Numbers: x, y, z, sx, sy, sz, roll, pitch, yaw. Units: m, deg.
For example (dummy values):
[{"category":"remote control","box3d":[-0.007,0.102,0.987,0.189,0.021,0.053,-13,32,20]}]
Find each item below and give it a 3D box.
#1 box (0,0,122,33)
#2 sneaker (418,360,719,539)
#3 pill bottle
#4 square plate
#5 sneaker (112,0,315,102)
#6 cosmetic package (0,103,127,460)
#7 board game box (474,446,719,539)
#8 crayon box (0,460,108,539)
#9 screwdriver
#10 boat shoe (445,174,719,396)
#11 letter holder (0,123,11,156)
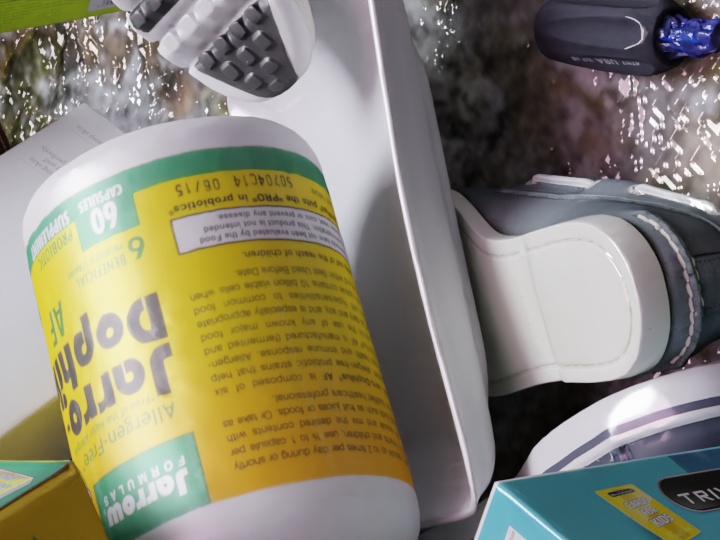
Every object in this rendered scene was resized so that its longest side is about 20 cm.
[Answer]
[{"category":"box","box3d":[-0.151,-0.201,0.998,0.048,0.121,0.201,125,129,-64]},{"category":"sneaker","box3d":[0.083,0.099,0.793,0.200,0.078,0.080,-46,54,52]},{"category":"pill bottle","box3d":[-0.043,0.059,0.806,0.113,0.112,0.201,-36,61,43]},{"category":"square plate","box3d":[0.000,0.000,0.871,0.198,0.028,0.202,145,115,-69]},{"category":"sneaker","box3d":[-0.070,-0.156,0.845,0.075,0.081,0.201,-31,91,40]},{"category":"cosmetic package","box3d":[-0.140,0.033,0.909,0.113,0.200,0.081,36,142,24]},{"category":"board game box","box3d":[0.099,0.125,0.683,0.047,0.199,0.152,38,119,39]},{"category":"crayon box","box3d":[-0.143,0.151,0.794,0.199,0.058,0.174,-5,113,45]},{"category":"screwdriver","box3d":[0.130,-0.078,0.760,0.199,0.028,0.029,5,125,51]},{"category":"boat shoe","box3d":[0.071,0.002,0.809,0.200,0.061,0.073,-175,72,-68]},{"category":"letter holder","box3d":[-0.245,-0.015,0.950,0.100,0.200,0.143,36,159,30]}]
